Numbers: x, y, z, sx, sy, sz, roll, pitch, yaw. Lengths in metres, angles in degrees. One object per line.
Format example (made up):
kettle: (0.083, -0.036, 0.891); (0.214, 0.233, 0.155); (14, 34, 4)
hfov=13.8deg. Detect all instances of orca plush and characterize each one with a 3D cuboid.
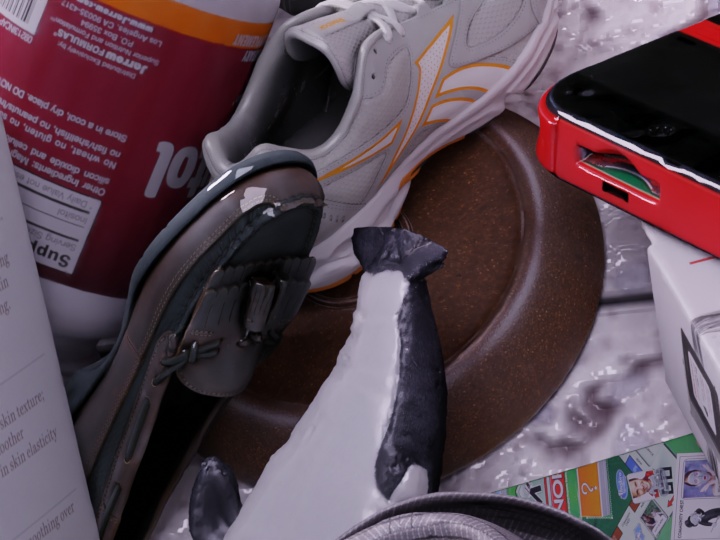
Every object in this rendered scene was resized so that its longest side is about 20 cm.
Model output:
orca plush: (-0.005, 0.083, 1.148); (0.105, 0.071, 0.200); (2, 81, 28)

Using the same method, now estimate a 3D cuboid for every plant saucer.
plant saucer: (0.000, 0.000, 1.227); (0.200, 0.034, 0.200); (-10, 56, 15)

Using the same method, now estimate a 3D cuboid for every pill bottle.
pill bottle: (-0.118, -0.046, 1.212); (0.113, 0.113, 0.200); (33, 107, 34)

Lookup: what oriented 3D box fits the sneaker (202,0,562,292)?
sneaker: (0.011, -0.088, 1.202); (0.076, 0.092, 0.200); (24, 69, 31)

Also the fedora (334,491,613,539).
fedora: (0.031, 0.163, 1.014); (0.177, 0.090, 0.200); (-7, 68, 14)

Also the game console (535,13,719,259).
game console: (0.183, -0.055, 1.135); (0.177, 0.031, 0.200); (-22, 31, -27)

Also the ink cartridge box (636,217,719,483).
ink cartridge box: (0.177, 0.031, 1.079); (0.116, 0.067, 0.200); (-13, 30, -4)

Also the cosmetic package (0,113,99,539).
cosmetic package: (-0.222, 0.047, 1.118); (0.166, 0.200, 0.167); (-6, 13, 23)

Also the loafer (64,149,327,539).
loafer: (-0.062, 0.038, 1.161); (0.200, 0.072, 0.063); (-53, 56, 36)

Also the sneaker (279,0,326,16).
sneaker: (-0.079, -0.176, 1.262); (0.200, 0.090, 0.066); (52, 127, 21)

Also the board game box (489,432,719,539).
board game box: (0.109, 0.157, 1.082); (0.134, 0.029, 0.200); (-17, 54, 10)
